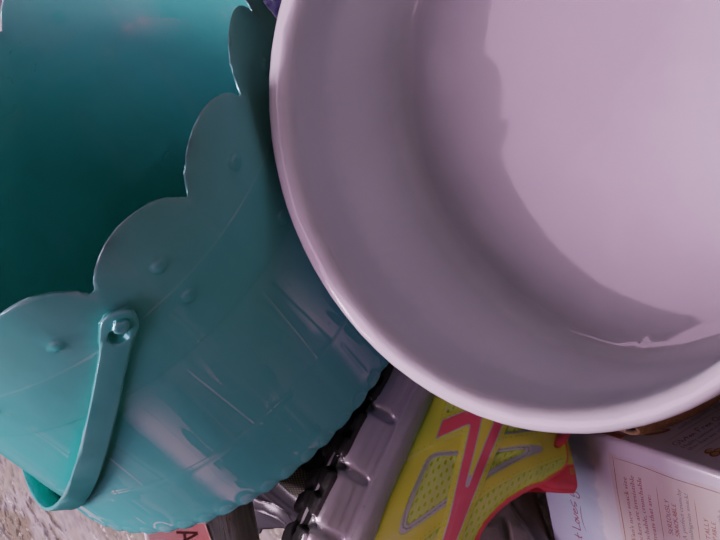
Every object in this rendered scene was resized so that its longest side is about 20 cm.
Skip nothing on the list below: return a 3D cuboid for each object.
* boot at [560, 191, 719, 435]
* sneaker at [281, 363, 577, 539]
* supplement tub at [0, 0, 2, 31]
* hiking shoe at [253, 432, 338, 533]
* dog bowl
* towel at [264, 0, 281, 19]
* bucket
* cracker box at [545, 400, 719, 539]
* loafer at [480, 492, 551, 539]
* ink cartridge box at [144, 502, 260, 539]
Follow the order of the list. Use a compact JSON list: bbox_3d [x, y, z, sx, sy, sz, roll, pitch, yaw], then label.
[{"bbox_3d":[0.093,-0.035,0.735,0.074,0.075,0.201,11,122,55],"label":"boot"},{"bbox_3d":[0.050,0.046,0.789,0.090,0.200,0.078,29,170,-4],"label":"sneaker"},{"bbox_3d":[-0.184,-0.107,1.014,0.132,0.132,0.200,57,137,9],"label":"supplement tub"},{"bbox_3d":[-0.048,0.083,1.064,0.200,0.076,0.101,12,115,43],"label":"hiking shoe"},{"bbox_3d":[0.074,-0.053,0.665,0.200,0.079,0.201,7,104,30],"label":"dog bowl"},{"bbox_3d":[-0.054,-0.121,0.883,0.148,0.050,0.200,-31,84,36],"label":"towel"},{"bbox_3d":[-0.086,-0.011,0.768,0.207,0.207,0.135,17,155,51],"label":"bucket"},{"bbox_3d":[0.158,0.121,0.777,0.200,0.058,0.134,16,125,50],"label":"cracker box"},{"bbox_3d":[0.048,0.115,0.872,0.070,0.070,0.201,75,-169,-56],"label":"loafer"},{"bbox_3d":[-0.075,0.097,0.892,0.200,0.043,0.174,-106,-1,-51],"label":"ink cartridge box"}]
